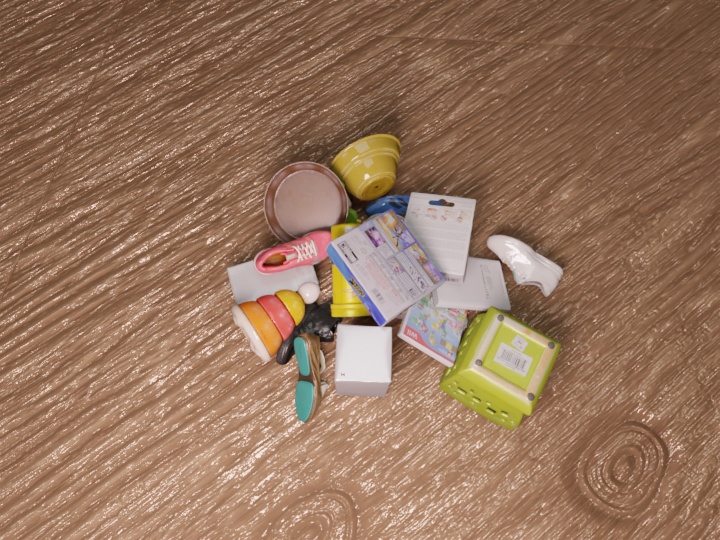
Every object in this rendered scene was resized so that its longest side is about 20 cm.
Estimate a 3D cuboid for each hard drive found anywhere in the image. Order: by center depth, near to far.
[{"bbox_3d":[0.253,0.029,1.341,0.198,0.027,0.133,7,61,-24],"label":"hard drive"}]

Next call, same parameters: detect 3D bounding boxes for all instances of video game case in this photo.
[{"bbox_3d":[0.054,-0.010,1.200,0.180,0.045,0.201,-30,79,-31],"label":"video game case"},{"bbox_3d":[0.172,0.099,1.290,0.142,0.017,0.201,31,54,-11],"label":"video game case"}]

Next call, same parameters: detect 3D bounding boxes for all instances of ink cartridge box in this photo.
[{"bbox_3d":[0.174,-0.078,1.311,0.158,0.047,0.202,8,64,14],"label":"ink cartridge box"}]

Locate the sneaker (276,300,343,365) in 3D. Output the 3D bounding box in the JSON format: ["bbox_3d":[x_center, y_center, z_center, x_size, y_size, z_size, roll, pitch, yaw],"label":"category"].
[{"bbox_3d":[-0.106,0.144,1.321,0.103,0.060,0.201,24,68,12],"label":"sneaker"}]

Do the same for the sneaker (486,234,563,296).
[{"bbox_3d":[0.387,-0.011,1.382,0.199,0.075,0.089,30,76,7],"label":"sneaker"}]

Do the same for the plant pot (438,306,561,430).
[{"bbox_3d":[0.308,0.206,1.242,0.199,0.182,0.200,29,71,8],"label":"plant pot"}]

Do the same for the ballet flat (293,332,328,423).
[{"bbox_3d":[-0.108,0.236,1.275,0.072,0.067,0.202,-8,96,-46],"label":"ballet flat"}]

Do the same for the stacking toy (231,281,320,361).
[{"bbox_3d":[-0.172,0.093,1.267,0.199,0.146,0.147,-32,74,-16],"label":"stacking toy"}]

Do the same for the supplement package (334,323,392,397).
[{"bbox_3d":[0.005,0.199,1.228,0.116,0.200,0.118,3,70,0],"label":"supplement package"}]

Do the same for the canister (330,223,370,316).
[{"bbox_3d":[0.000,0.000,1.290,0.148,0.086,0.202,0,87,-44],"label":"canister"}]

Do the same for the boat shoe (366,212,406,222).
[{"bbox_3d":[0.116,-0.106,1.381,0.198,0.060,0.073,6,108,14],"label":"boat shoe"}]

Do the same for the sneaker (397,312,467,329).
[{"bbox_3d":[0.155,0.100,1.335,0.198,0.071,0.074,12,70,3],"label":"sneaker"}]

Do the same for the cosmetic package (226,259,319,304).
[{"bbox_3d":[-0.204,0.026,1.352,0.198,0.081,0.114,-17,71,-6],"label":"cosmetic package"}]

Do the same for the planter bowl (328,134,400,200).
[{"bbox_3d":[0.025,-0.230,1.381,0.199,0.201,0.084,-22,67,-9],"label":"planter bowl"}]

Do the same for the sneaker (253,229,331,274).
[{"bbox_3d":[-0.143,-0.033,1.277,0.198,0.087,0.074,-20,98,-5],"label":"sneaker"}]

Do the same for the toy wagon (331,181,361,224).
[{"bbox_3d":[-0.082,-0.153,1.388,0.199,0.156,0.040,28,37,8],"label":"toy wagon"}]

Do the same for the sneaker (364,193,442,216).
[{"bbox_3d":[0.111,-0.143,1.427,0.198,0.066,0.079,-4,74,-3],"label":"sneaker"}]

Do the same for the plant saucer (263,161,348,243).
[{"bbox_3d":[-0.125,-0.150,1.325,0.198,0.035,0.203,1,100,4],"label":"plant saucer"}]
